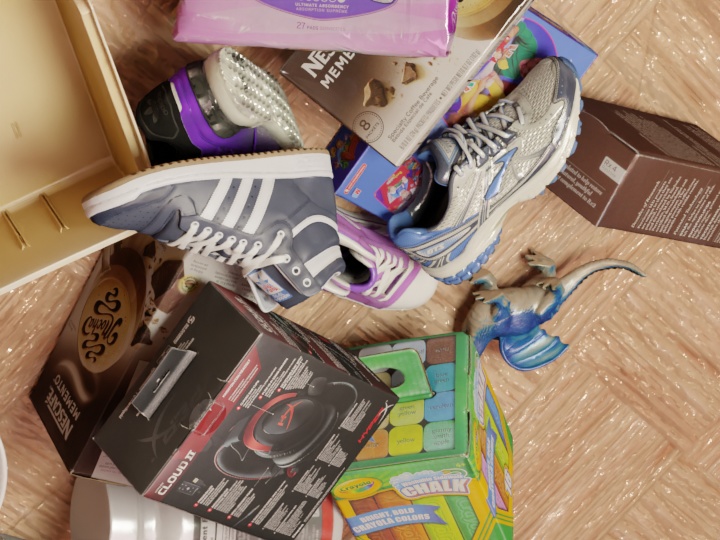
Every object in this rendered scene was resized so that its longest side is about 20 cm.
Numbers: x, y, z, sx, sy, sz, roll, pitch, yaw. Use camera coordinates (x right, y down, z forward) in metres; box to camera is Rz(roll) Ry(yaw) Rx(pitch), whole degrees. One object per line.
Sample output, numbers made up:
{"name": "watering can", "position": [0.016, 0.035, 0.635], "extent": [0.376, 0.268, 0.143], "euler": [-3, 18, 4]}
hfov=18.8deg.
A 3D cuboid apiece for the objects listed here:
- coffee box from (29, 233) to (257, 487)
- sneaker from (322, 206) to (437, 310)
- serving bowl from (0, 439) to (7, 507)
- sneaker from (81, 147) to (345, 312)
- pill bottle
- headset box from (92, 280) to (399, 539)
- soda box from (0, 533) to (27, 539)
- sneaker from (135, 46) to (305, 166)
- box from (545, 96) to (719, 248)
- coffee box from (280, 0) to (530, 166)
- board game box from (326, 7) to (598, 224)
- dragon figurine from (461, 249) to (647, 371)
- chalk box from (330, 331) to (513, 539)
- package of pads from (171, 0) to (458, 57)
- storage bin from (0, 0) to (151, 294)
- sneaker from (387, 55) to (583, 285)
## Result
{"name": "coffee box", "position": [-0.161, 0.051, 1.637], "extent": [0.080, 0.113, 0.200], "euler": [17, 109, -35]}
{"name": "sneaker", "position": [-0.001, 0.001, 1.691], "extent": [0.200, 0.114, 0.073], "euler": [26, 103, -38]}
{"name": "serving bowl", "position": [-0.368, 0.149, 1.617], "extent": [0.199, 0.066, 0.201], "euler": [-12, 123, -19]}
{"name": "sneaker", "position": [-0.094, -0.022, 1.513], "extent": [0.200, 0.070, 0.109], "euler": [-9, 84, -36]}
{"name": "pill bottle", "position": [-0.125, 0.199, 1.746], "extent": [0.199, 0.116, 0.116], "euler": [1, 118, -27]}
{"name": "headset box", "position": [-0.087, 0.106, 1.591], "extent": [0.149, 0.075, 0.200], "euler": [-54, 141, 7]}
{"name": "soda box", "position": [-0.231, 0.276, 1.680], "extent": [0.068, 0.200, 0.064], "euler": [22, 96, -35]}
{"name": "sneaker", "position": [-0.106, -0.102, 1.579], "extent": [0.099, 0.070, 0.200], "euler": [-25, 161, 11]}
{"name": "box", "position": [0.231, -0.078, 1.744], "extent": [0.200, 0.100, 0.075], "euler": [10, 116, -48]}
{"name": "coffee box", "position": [0.048, -0.188, 1.581], "extent": [0.113, 0.080, 0.200], "euler": [39, 99, 1]}
{"name": "board game box", "position": [0.075, -0.124, 1.697], "extent": [0.134, 0.045, 0.200], "euler": [27, 104, -37]}
{"name": "dragon figurine", "position": [0.139, 0.043, 1.824], "extent": [0.199, 0.059, 0.100], "euler": [-16, 127, -13]}
{"name": "chalk box", "position": [0.042, 0.136, 1.747], "extent": [0.124, 0.124, 0.200], "euler": [-9, 140, 15]}
{"name": "package of pads", "position": [-0.030, -0.212, 1.499], "extent": [0.199, 0.076, 0.121], "euler": [4, 98, 5]}
{"name": "storage bin", "position": [-0.264, -0.094, 1.504], "extent": [0.200, 0.094, 0.199], "euler": [-25, 128, -12]}
{"name": "sneaker", "position": [0.093, -0.082, 1.657], "extent": [0.085, 0.077, 0.200], "euler": [26, 105, -33]}
